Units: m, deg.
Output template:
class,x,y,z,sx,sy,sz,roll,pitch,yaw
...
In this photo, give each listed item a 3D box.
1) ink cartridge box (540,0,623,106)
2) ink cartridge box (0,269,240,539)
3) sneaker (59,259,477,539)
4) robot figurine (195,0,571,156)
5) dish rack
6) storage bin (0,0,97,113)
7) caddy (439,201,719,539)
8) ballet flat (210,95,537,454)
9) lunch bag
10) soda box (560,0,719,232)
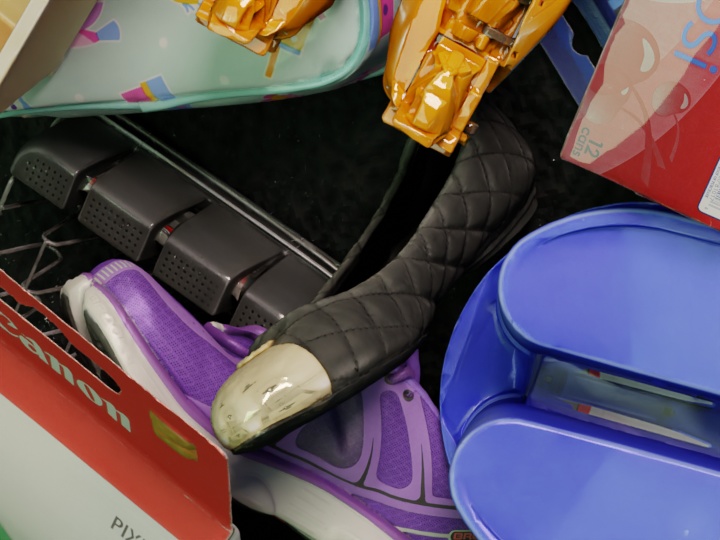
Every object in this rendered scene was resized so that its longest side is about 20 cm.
class,x,y,z,sx,sy,sz,roll,pitch,yaw
ink cartridge box,0.135,-0.120,0.821,0.200,0.039,0.100,-36,85,28
ink cartridge box,-0.113,0.066,0.851,0.161,0.200,0.050,37,72,15
sneaker,-0.022,0.046,0.877,0.084,0.200,0.081,-57,31,-2
robot figurine,0.034,-0.147,0.790,0.144,0.058,0.201,27,101,1
dish rack,-0.103,0.054,0.967,0.153,0.054,0.201,35,116,17
storage bin,-0.150,-0.175,0.796,0.198,0.094,0.200,38,124,2
caddy,0.121,0.054,0.827,0.199,0.105,0.142,15,91,11
ballet flat,0.000,0.000,0.825,0.066,0.200,0.057,-26,103,38
lunch bag,-0.070,-0.140,0.896,0.199,0.077,0.162,-4,97,26
soda box,0.131,-0.117,0.760,0.063,0.070,0.201,25,111,7
